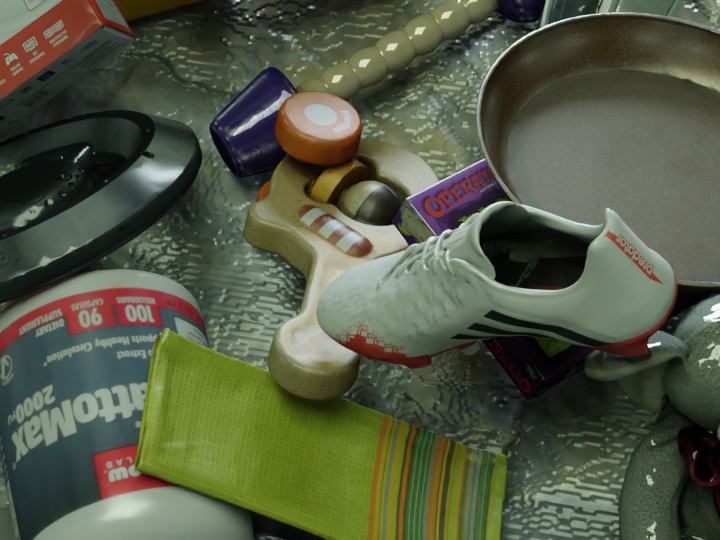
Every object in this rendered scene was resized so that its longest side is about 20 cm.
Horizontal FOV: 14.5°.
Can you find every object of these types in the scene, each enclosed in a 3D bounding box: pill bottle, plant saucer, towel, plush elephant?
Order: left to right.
[{"bbox_3d":[-0.118,0.113,1.426,0.119,0.120,0.201,-16,60,-1],"label":"pill bottle"},{"bbox_3d":[-0.016,0.096,1.410,0.199,0.018,0.086,22,46,-19],"label":"towel"},{"bbox_3d":[0.155,-0.055,1.445,0.199,0.032,0.201,6,45,-6],"label":"plant saucer"},{"bbox_3d":[0.194,0.079,1.379,0.164,0.155,0.201,-24,61,-6],"label":"plush elephant"}]

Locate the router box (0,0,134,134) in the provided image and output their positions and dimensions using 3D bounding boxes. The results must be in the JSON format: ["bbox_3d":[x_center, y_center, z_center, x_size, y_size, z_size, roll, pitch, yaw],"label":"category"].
[{"bbox_3d":[-0.252,-0.151,1.567,0.199,0.049,0.180,-34,76,14],"label":"router box"}]

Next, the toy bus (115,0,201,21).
[{"bbox_3d":[-0.177,-0.178,1.628,0.199,0.065,0.079,-15,62,-2],"label":"toy bus"}]

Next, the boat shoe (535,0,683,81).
[{"bbox_3d":[0.127,-0.122,1.556,0.060,0.076,0.201,11,69,46],"label":"boat shoe"}]

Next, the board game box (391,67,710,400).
[{"bbox_3d":[0.127,-0.024,1.468,0.199,0.032,0.120,-27,76,-32],"label":"board game box"}]

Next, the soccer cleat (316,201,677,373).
[{"bbox_3d":[0.056,0.002,1.341,0.199,0.085,0.069,1,53,36],"label":"soccer cleat"}]

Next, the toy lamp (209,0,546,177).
[{"bbox_3d":[0.008,-0.114,1.573,0.199,0.058,0.058,-29,61,-11],"label":"toy lamp"}]

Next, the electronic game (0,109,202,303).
[{"bbox_3d":[-0.178,-0.030,1.504,0.199,0.042,0.200,-19,22,8],"label":"electronic game"}]

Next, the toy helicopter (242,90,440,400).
[{"bbox_3d":[0.000,0.000,1.472,0.131,0.079,0.201,17,40,0],"label":"toy helicopter"}]
